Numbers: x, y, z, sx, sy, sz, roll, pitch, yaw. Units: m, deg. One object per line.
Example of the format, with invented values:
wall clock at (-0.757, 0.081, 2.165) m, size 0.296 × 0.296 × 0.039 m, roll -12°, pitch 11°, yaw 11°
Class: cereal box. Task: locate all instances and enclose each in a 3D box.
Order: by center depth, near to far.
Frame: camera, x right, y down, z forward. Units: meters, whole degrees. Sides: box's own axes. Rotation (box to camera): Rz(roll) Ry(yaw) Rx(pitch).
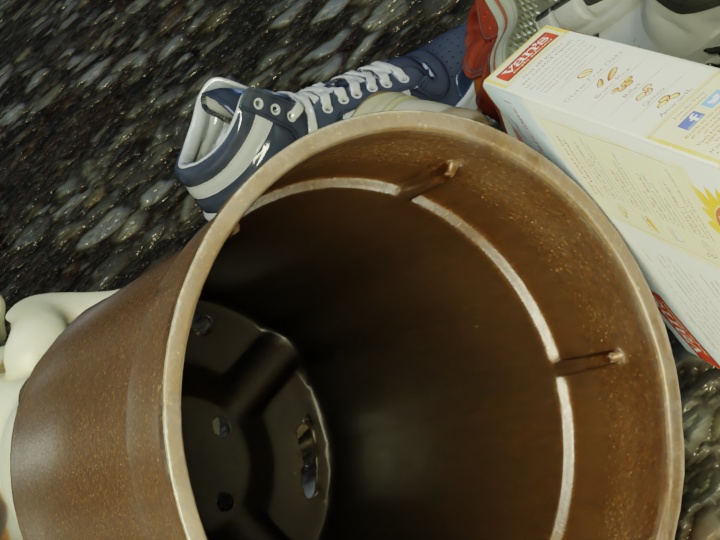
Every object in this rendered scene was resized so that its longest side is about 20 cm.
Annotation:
cereal box at (0.129, -0.006, 0.588) m, size 0.040 × 0.144 × 0.200 m, roll -42°, pitch 24°, yaw -4°

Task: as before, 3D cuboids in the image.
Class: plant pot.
plant pot at (-0.024, 0.062, 0.659) m, size 0.198 × 0.200 × 0.200 m, roll -16°, pitch 33°, yaw 57°

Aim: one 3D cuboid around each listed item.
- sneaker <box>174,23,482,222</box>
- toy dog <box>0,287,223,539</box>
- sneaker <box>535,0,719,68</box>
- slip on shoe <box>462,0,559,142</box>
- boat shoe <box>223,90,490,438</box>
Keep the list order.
sneaker at (-0.014, -0.090, 0.997) m, size 0.200 × 0.109 × 0.070 m, roll -46°, pitch 24°, yaw -13°
toy dog at (-0.151, 0.080, 0.841) m, size 0.200 × 0.140 × 0.194 m, roll -6°, pitch 16°, yaw 45°
sneaker at (0.146, -0.108, 0.777) m, size 0.074 × 0.080 × 0.200 m, roll -31°, pitch 3°, yaw -14°
slip on shoe at (0.088, -0.096, 0.922) m, size 0.200 × 0.074 × 0.061 m, roll -100°, pitch 27°, yaw -57°
boat shoe at (0.000, 0.000, 0.869) m, size 0.065 × 0.072 × 0.200 m, roll 11°, pitch 61°, yaw 36°
